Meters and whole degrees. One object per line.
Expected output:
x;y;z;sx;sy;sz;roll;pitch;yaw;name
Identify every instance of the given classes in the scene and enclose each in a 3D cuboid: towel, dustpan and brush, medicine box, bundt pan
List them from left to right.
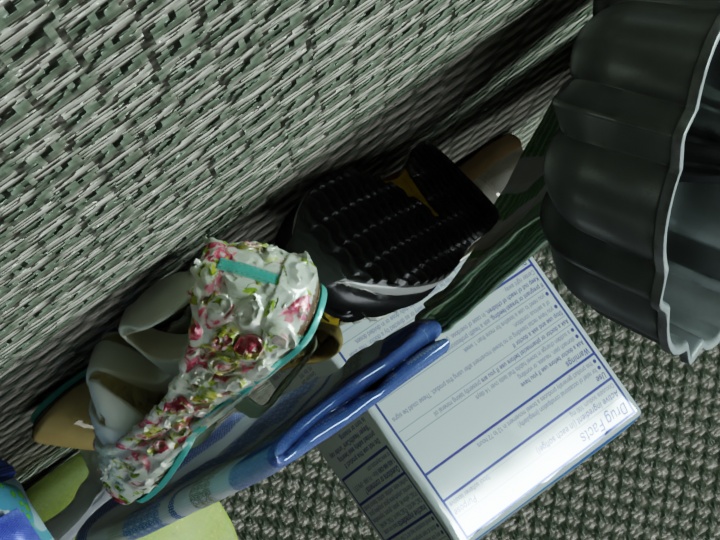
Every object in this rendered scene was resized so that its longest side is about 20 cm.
-0.132;0.101;1.215;0.199;0.057;0.140;-33;175;-23;dustpan and brush
-0.055;0.089;1.139;0.147;0.024;0.200;-34;-177;-41;towel
0.061;0.080;1.528;0.182;0.201;0.103;-32;175;-29;medicine box
0.108;-0.065;1.128;0.200;0.023;0.153;-55;-174;-34;towel
0.143;-0.065;0.988;0.202;0.075;0.203;-43;142;-47;bundt pan

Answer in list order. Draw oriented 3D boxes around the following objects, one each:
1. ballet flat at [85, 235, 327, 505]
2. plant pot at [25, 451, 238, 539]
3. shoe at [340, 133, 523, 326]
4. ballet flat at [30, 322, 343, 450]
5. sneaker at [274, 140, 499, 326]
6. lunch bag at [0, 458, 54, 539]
-0.084;0.040;0.969;0.200;0.064;0.076;-46;-155;46;ballet flat
-0.175;0.207;1.343;0.184;0.200;0.200;-46;-177;-40;plant pot
0.029;-0.008;1.314;0.199;0.054;0.070;-35;175;-10;shoe
-0.079;0.053;1.105;0.200;0.063;0.069;-31;168;-43;ballet flat
0.000;0.000;1.040;0.090;0.070;0.200;-47;173;23;sneaker
-0.230;0.160;0.969;0.160;0.083;0.200;-35;176;24;lunch bag
